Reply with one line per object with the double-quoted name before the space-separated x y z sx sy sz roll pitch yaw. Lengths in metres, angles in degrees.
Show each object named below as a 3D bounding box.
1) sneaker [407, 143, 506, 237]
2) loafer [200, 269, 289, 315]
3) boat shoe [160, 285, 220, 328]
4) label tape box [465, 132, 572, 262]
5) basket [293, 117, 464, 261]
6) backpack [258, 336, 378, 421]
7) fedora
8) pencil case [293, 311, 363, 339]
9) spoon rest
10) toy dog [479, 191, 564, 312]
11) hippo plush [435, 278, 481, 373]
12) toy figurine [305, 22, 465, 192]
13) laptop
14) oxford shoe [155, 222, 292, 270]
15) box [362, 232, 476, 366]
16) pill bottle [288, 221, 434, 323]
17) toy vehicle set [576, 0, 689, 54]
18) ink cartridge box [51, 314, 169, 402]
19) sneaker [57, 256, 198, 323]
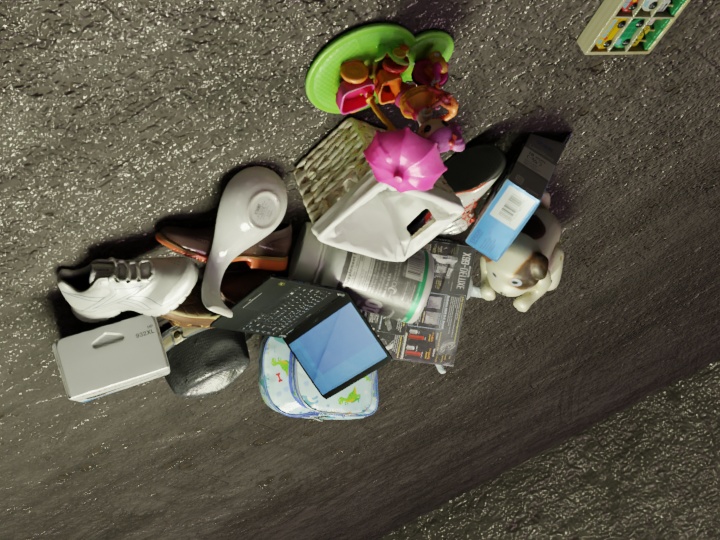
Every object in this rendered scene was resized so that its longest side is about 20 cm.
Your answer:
"sneaker" 0.158 -0.119 1.509 0.201 0.068 0.108 -36 153 29
"loafer" -0.160 0.022 1.504 0.071 0.073 0.199 -45 157 28
"boat shoe" -0.261 0.057 1.468 0.067 0.072 0.199 -39 153 23
"label tape box" 0.245 -0.130 1.527 0.200 0.063 0.145 -58 179 -45
"basket" 0.023 -0.109 1.347 0.135 0.124 0.199 -39 151 26
"backpack" -0.071 0.164 1.681 0.198 0.185 0.147 -1 178 -11
"fedora" -0.251 0.147 1.616 0.199 0.092 0.201 -19 154 -10
"pencil case" -0.046 0.057 1.578 0.085 0.085 0.200 -8 -177 25
"spoon rest" -0.161 -0.042 1.311 0.099 0.060 0.201 25 87 -41
"toy dog" 0.272 -0.024 1.636 0.195 0.139 0.200 -63 168 25
"hippo plush" 0.110 0.046 1.705 0.161 0.159 0.200 -56 -171 7
"toy figurine" 0.058 -0.180 1.178 0.198 0.185 0.151 -16 153 -18
"laptop" -0.088 0.102 1.432 0.199 0.104 0.177 12 147 -35
"oxford shoe" -0.186 -0.050 1.367 0.199 0.071 0.073 6 107 -35
"box" 0.088 0.043 1.573 0.156 0.202 0.050 7 -170 -12
"pill bottle" 0.000 0.000 1.466 0.198 0.114 0.113 16 142 -10
"toy vehicle set" 0.383 -0.364 1.292 0.123 0.027 0.200 -9 150 -29
"ink cartridge box" -0.355 0.129 1.433 0.144 0.084 0.200 -17 175 -13
"sneaker" -0.313 0.018 1.322 0.198 0.075 0.087 -14 147 11
